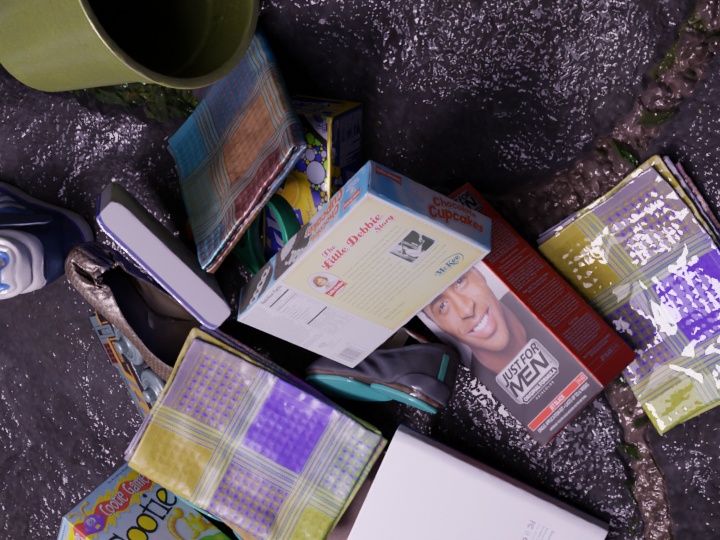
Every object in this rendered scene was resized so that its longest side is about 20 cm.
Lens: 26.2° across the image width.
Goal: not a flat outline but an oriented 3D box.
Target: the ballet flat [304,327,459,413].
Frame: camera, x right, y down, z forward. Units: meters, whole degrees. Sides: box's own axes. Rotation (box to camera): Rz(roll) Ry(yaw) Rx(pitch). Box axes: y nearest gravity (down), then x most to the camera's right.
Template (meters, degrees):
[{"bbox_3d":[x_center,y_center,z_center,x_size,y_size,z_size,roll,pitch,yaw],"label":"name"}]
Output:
[{"bbox_3d":[0.022,0.082,1.347,0.200,0.073,0.073,1,109,60],"label":"ballet flat"}]

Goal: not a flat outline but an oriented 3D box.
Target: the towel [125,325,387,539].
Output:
[{"bbox_3d":[-0.094,0.155,1.366,0.200,0.023,0.144,32,91,-5],"label":"towel"}]

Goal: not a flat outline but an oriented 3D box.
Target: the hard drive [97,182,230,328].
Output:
[{"bbox_3d":[-0.174,-0.017,1.346,0.025,0.200,0.132,-46,102,-1],"label":"hard drive"}]

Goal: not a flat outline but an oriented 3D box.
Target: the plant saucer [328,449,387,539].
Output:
[{"bbox_3d":[0.019,0.251,1.437,0.200,0.032,0.201,9,110,26],"label":"plant saucer"}]

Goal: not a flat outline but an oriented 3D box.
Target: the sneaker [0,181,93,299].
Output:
[{"bbox_3d":[-0.373,-0.028,1.489,0.200,0.146,0.081,13,112,24],"label":"sneaker"}]

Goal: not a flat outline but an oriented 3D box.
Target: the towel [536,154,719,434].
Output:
[{"bbox_3d":[0.242,0.021,1.243,0.144,0.023,0.200,-33,89,32],"label":"towel"}]

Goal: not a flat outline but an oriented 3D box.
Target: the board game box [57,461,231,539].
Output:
[{"bbox_3d":[-0.190,0.298,1.510,0.200,0.105,0.103,37,138,13],"label":"board game box"}]

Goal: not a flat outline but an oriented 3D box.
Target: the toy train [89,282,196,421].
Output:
[{"bbox_3d":[-0.182,0.101,1.462,0.114,0.085,0.200,-10,108,61],"label":"toy train"}]

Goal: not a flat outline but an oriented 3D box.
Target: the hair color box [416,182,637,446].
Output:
[{"bbox_3d":[0.120,0.036,1.279,0.200,0.061,0.102,46,136,10],"label":"hair color box"}]

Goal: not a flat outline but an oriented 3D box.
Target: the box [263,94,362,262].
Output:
[{"bbox_3d":[-0.041,-0.047,1.350,0.070,0.064,0.200,10,110,25],"label":"box"}]

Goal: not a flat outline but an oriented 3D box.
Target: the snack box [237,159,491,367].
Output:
[{"bbox_3d":[0.000,0.000,1.242,0.116,0.037,0.200,24,137,-24],"label":"snack box"}]

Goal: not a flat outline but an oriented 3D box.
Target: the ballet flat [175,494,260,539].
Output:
[{"bbox_3d":[-0.107,0.223,1.468,0.200,0.069,0.063,30,92,42],"label":"ballet flat"}]

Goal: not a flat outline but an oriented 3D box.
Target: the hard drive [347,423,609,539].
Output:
[{"bbox_3d":[0.099,0.235,1.358,0.200,0.025,0.132,25,108,6],"label":"hard drive"}]

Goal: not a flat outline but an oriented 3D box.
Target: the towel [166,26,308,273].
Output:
[{"bbox_3d":[-0.108,-0.107,1.302,0.022,0.200,0.147,24,116,-29],"label":"towel"}]

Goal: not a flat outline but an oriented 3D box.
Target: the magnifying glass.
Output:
[{"bbox_3d":[-0.103,-0.031,1.358,0.200,0.022,0.080,9,107,57],"label":"magnifying glass"}]

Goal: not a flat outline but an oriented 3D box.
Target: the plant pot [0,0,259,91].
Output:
[{"bbox_3d":[-0.223,-0.232,1.333,0.190,0.200,0.200,-13,100,44],"label":"plant pot"}]

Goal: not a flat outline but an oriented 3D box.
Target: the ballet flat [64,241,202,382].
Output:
[{"bbox_3d":[-0.179,0.045,1.377,0.200,0.067,0.046,44,157,-18],"label":"ballet flat"}]
